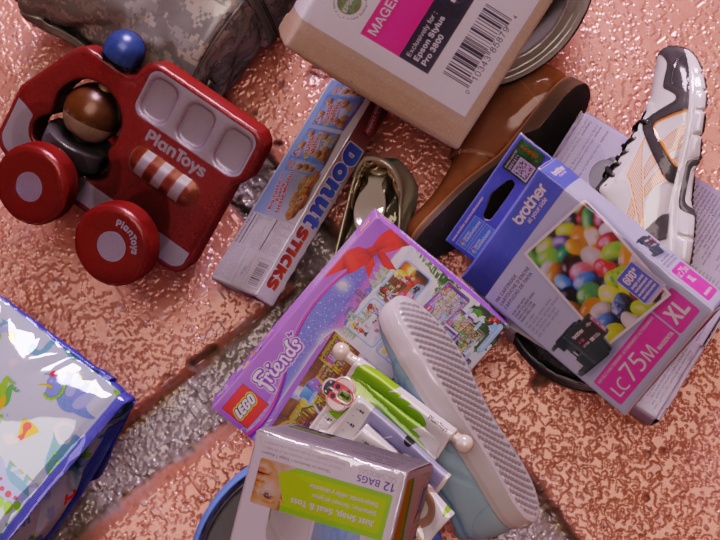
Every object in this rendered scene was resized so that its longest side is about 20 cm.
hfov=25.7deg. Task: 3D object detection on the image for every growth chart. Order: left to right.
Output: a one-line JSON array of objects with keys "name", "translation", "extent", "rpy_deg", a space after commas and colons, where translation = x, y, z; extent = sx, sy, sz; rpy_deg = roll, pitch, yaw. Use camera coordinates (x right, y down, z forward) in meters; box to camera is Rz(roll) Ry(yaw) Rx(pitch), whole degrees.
[{"name": "growth chart", "translation": [-0.005, 0.173, 1.151], "extent": [0.145, 0.018, 0.200], "rpy_deg": [31, 93, 12]}]

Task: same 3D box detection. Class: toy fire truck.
[{"name": "toy fire truck", "translation": [-0.183, -0.096, 1.253], "extent": [0.200, 0.112, 0.168], "rpy_deg": [36, 112, 9]}]

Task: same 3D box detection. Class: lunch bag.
[{"name": "lunch bag", "translation": [-0.296, 0.131, 1.237], "extent": [0.170, 0.127, 0.200], "rpy_deg": [35, 92, 10]}, {"name": "lunch bag", "translation": [-0.167, -0.235, 1.301], "extent": [0.200, 0.139, 0.168], "rpy_deg": [33, 82, 11]}]

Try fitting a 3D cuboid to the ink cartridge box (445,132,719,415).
[{"name": "ink cartridge box", "translation": [0.162, 0.002, 1.202], "extent": [0.200, 0.042, 0.119], "rpy_deg": [42, 122, 12]}]

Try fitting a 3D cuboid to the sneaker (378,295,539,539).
[{"name": "sneaker", "translation": [0.053, 0.119, 1.190], "extent": [0.082, 0.074, 0.200], "rpy_deg": [-28, 92, 23]}]

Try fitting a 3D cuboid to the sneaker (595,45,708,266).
[{"name": "sneaker", "translation": [0.224, -0.083, 1.231], "extent": [0.080, 0.074, 0.200], "rpy_deg": [7, 77, 7]}]

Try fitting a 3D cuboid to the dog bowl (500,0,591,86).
[{"name": "dog bowl", "translation": [0.087, -0.252, 1.288], "extent": [0.200, 0.074, 0.200], "rpy_deg": [-1, 107, -5]}]

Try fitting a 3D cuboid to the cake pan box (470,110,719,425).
[{"name": "cake pan box", "translation": [0.206, 0.001, 1.274], "extent": [0.184, 0.052, 0.200], "rpy_deg": [30, 81, 11]}]

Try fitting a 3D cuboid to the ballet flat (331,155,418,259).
[{"name": "ballet flat", "translation": [0.000, 0.000, 1.278], "extent": [0.069, 0.069, 0.200], "rpy_deg": [10, 79, 5]}]

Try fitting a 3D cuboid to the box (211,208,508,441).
[{"name": "box", "translation": [-0.001, 0.071, 1.233], "extent": [0.137, 0.039, 0.200], "rpy_deg": [40, 97, -8]}]

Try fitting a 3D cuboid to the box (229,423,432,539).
[{"name": "box", "translation": [-0.032, 0.218, 1.093], "extent": [0.112, 0.101, 0.200], "rpy_deg": [15, 90, 13]}]

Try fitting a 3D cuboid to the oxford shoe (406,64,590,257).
[{"name": "oxford shoe", "translation": [0.099, -0.092, 1.299], "extent": [0.071, 0.071, 0.200], "rpy_deg": [36, 76, 28]}]

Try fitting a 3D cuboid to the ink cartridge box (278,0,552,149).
[{"name": "ink cartridge box", "translation": [0.056, -0.221, 1.218], "extent": [0.165, 0.075, 0.200], "rpy_deg": [28, 104, -14]}]

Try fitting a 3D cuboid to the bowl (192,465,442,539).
[{"name": "bowl", "translation": [-0.034, 0.231, 1.184], "extent": [0.200, 0.039, 0.201], "rpy_deg": [-1, 78, 5]}]

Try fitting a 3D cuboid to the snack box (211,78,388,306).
[{"name": "snack box", "translation": [-0.047, -0.067, 1.295], "extent": [0.024, 0.072, 0.200], "rpy_deg": [37, 79, -35]}]
